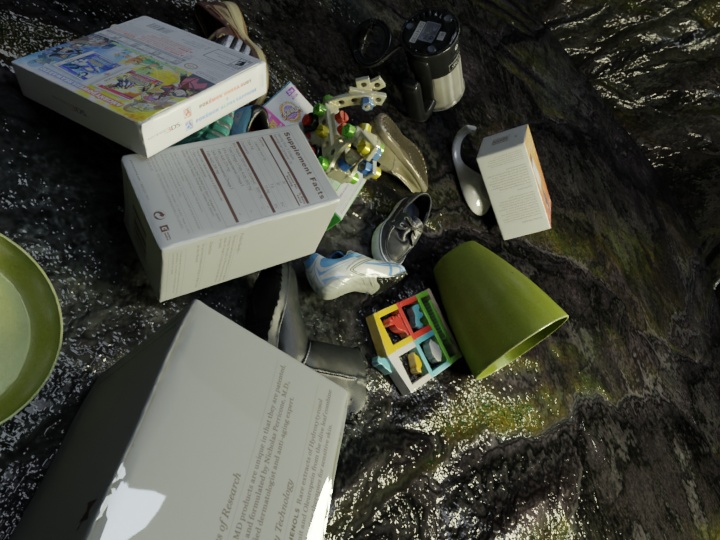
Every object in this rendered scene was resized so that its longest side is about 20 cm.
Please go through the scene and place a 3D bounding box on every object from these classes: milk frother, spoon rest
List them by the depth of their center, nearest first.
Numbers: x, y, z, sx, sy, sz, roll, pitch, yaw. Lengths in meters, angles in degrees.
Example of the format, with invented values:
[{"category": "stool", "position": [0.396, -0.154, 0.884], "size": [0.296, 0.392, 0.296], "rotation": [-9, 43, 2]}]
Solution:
[{"category": "milk frother", "position": [0.104, -0.438, 1.191], "size": [0.200, 0.181, 0.188], "rotation": [42, -5, 22]}, {"category": "spoon rest", "position": [0.248, -0.221, 1.269], "size": [0.099, 0.061, 0.201], "rotation": [-6, 85, -48]}]

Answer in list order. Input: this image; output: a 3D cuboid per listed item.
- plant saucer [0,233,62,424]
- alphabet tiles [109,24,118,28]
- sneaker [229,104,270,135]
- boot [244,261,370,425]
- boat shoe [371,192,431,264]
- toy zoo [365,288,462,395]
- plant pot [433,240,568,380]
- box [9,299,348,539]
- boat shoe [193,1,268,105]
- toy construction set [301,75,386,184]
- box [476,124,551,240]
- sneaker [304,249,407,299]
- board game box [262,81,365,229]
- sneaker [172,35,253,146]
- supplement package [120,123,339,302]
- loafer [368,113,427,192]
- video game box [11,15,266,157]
[{"category": "plant saucer", "position": [-0.354, 0.046, 0.458], "size": [0.200, 0.031, 0.200], "rotation": [27, 48, -35]}, {"category": "alphabet tiles", "position": [-0.262, -0.228, 0.744], "size": [0.195, 0.015, 0.200], "rotation": [-7, 72, -49]}, {"category": "sneaker", "position": [-0.129, -0.127, 0.756], "size": [0.078, 0.090, 0.200], "rotation": [-27, 97, -52]}, {"category": "boot", "position": [-0.061, 0.097, 0.710], "size": [0.162, 0.073, 0.199], "rotation": [22, 58, -35]}, {"category": "boat shoe", "position": [0.081, -0.074, 0.975], "size": [0.070, 0.066, 0.200], "rotation": [49, 40, -13]}, {"category": "toy zoo", "position": [0.082, 0.112, 0.895], "size": [0.200, 0.020, 0.131], "rotation": [-18, 80, -51]}, {"category": "plant pot", "position": [0.219, 0.054, 0.978], "size": [0.187, 0.187, 0.200], "rotation": [-8, 58, -49]}, {"category": "box", "position": [-0.147, 0.175, 0.467], "size": [0.171, 0.199, 0.200], "rotation": [36, 43, -26]}, {"category": "boat shoe", "position": [-0.197, -0.324, 0.833], "size": [0.072, 0.072, 0.200], "rotation": [-6, 65, -39]}, {"category": "toy construction set", "position": [-0.020, -0.210, 0.835], "size": [0.092, 0.131, 0.200], "rotation": [31, 47, -32]}, {"category": "box", "position": [0.343, -0.197, 1.249], "size": [0.200, 0.106, 0.152], "rotation": [65, 27, -21]}, {"category": "sneaker", "position": [0.000, 0.000, 0.842], "size": [0.200, 0.072, 0.073], "rotation": [-1, 60, -51]}, {"category": "board game box", "position": [-0.083, -0.182, 0.887], "size": [0.200, 0.040, 0.153], "rotation": [46, 41, -16]}, {"category": "sneaker", "position": [-0.202, -0.205, 0.737], "size": [0.074, 0.087, 0.200], "rotation": [32, 71, -21]}, {"category": "supplement package", "position": [-0.145, -0.067, 0.626], "size": [0.200, 0.117, 0.117], "rotation": [-19, 69, -30]}, {"category": "loafer", "position": [0.063, -0.210, 1.047], "size": [0.200, 0.068, 0.076], "rotation": [43, 40, -44]}, {"category": "video game box", "position": [-0.237, -0.213, 0.625], "size": [0.200, 0.047, 0.182], "rotation": [27, 46, 21]}]
